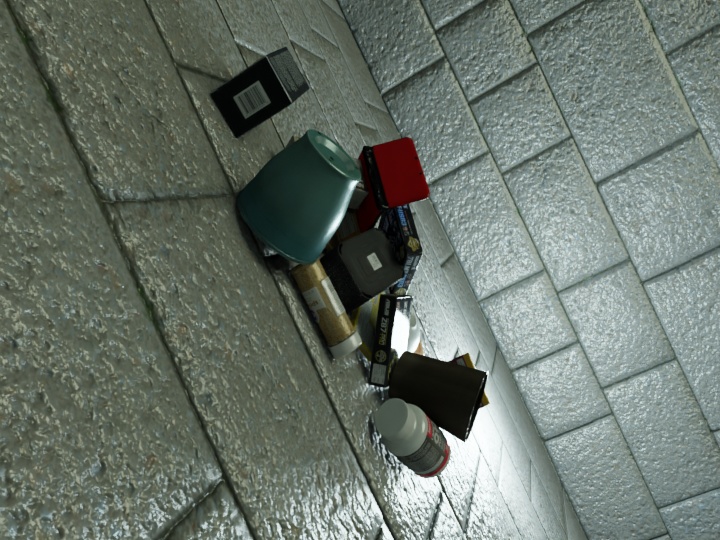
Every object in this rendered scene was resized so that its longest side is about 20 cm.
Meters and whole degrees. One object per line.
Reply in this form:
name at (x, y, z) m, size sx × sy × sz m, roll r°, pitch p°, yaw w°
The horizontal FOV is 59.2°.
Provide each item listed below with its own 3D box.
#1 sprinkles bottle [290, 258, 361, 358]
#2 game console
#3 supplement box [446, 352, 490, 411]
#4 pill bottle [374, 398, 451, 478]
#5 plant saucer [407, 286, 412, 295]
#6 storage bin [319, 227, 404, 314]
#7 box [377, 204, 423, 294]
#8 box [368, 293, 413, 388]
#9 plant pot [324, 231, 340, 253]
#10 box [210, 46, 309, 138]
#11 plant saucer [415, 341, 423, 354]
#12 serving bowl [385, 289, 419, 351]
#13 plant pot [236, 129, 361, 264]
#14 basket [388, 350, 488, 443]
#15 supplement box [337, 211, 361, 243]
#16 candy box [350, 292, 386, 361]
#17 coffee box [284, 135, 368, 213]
sprinkles bottle at (-0.070, 0.073, 1.284) m, size 0.204 × 0.067 × 0.068 m, roll 63°, pitch 17°, yaw -5°
game console at (0.064, -0.204, 1.551) m, size 0.115 × 0.174 × 0.204 m, roll 5°, pitch 51°, yaw -24°
supplement box at (0.202, 0.300, 1.543) m, size 0.103 × 0.195 × 0.134 m, roll 38°, pitch 29°, yaw -78°
pill bottle at (0.110, 0.355, 1.356) m, size 0.201 × 0.109 × 0.113 m, roll 49°, pitch 22°, yaw -42°
plant saucer at (0.076, -0.009, 1.744) m, size 0.198 × 0.051 × 0.201 m, roll 37°, pitch 12°, yaw -9°
storage bin at (0.000, 0.000, 1.446) m, size 0.199 × 0.093 × 0.137 m, roll -27°, pitch 85°, yaw -54°
box at (0.093, -0.068, 1.595) m, size 0.202 × 0.048 × 0.203 m, roll 104°, pitch -24°, yaw -55°
box at (0.072, 0.158, 1.473) m, size 0.161 × 0.048 × 0.207 m, roll 6°, pitch 91°, yaw -73°
plant pot at (-0.072, -0.095, 1.589) m, size 0.202 × 0.027 × 0.202 m, roll 56°, pitch 18°, yaw -28°
box at (-0.211, -0.390, 1.374) m, size 0.109 × 0.146 × 0.201 m, roll 58°, pitch 17°, yaw -17°
plant saucer at (0.132, 0.184, 1.805) m, size 0.202 × 0.032 × 0.203 m, roll 56°, pitch 19°, yaw -30°
serving bowl at (0.097, 0.125, 1.665) m, size 0.200 × 0.065 × 0.203 m, roll 43°, pitch 28°, yaw -29°
plant pot at (-0.103, -0.152, 1.202) m, size 0.198 × 0.189 × 0.202 m, roll 35°, pitch 23°, yaw -17°
basket at (0.171, 0.270, 1.431) m, size 0.136 × 0.195 × 0.185 m, roll -47°, pitch 151°, yaw -50°
supplement box at (-0.037, -0.153, 1.621) m, size 0.066 × 0.067 × 0.205 m, roll 29°, pitch 41°, yaw -59°
candy box at (0.021, 0.107, 1.509) m, size 0.103 × 0.026 × 0.203 m, roll 51°, pitch 35°, yaw -27°
coffee box at (-0.086, -0.225, 1.504) m, size 0.196 × 0.080 × 0.115 m, roll 14°, pitch 46°, yaw -33°
